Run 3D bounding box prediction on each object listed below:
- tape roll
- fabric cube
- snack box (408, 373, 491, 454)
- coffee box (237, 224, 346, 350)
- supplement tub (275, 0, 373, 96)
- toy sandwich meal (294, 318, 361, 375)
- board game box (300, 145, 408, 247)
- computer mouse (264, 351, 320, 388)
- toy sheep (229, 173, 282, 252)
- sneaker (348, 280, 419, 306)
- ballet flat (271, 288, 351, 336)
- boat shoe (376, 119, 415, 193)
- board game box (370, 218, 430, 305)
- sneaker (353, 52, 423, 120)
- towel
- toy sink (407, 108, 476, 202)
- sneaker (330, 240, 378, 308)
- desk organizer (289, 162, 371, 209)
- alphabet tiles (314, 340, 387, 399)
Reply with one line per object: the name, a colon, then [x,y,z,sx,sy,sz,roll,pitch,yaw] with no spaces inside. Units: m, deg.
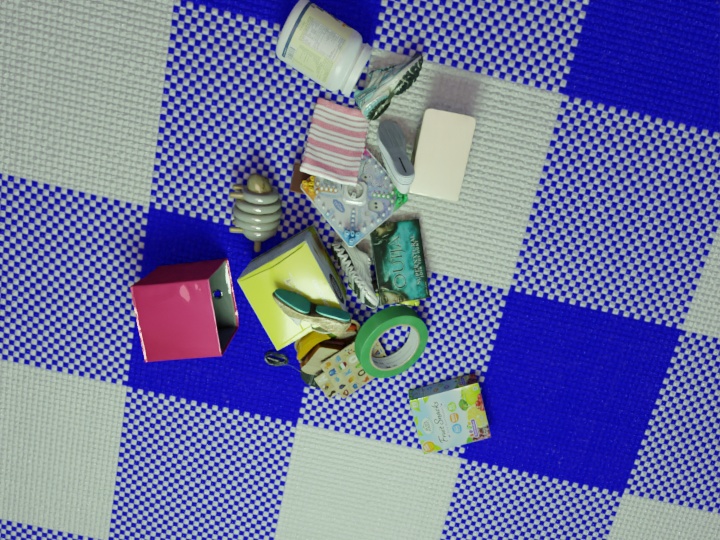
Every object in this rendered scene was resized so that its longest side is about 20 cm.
tape roll: [0.081,0.187,1.612,0.195,0.048,0.205,-14,127,-19]
fabric cube: [-0.436,0.097,1.565,0.193,0.200,0.202,-6,105,4]
snack box: [0.245,0.396,1.703,0.195,0.068,0.173,-16,104,6]
coffee box: [-0.162,0.037,1.547,0.196,0.198,0.203,-28,103,7]
supplement tub: [-0.082,-0.512,1.433,0.197,0.145,0.147,29,103,-7]
toy sandwich meal: [-0.084,0.196,1.608,0.200,0.072,0.207,-14,147,-9]
board game box: [-0.012,-0.192,1.492,0.199,0.026,0.201,-38,80,-16]
computer mouse: [-0.170,0.266,1.696,0.196,0.034,0.060,24,120,0]
toy sheep: [-0.259,-0.143,1.541,0.134,0.139,0.205,6,119,-1]
sneaker: [0.064,0.040,1.621,0.194,0.074,0.083,9,88,-3]
ballet flat: [-0.119,0.106,1.432,0.195,0.071,0.066,21,118,-4]
boat shoe: [0.078,-0.274,1.497,0.071,0.204,0.067,-3,145,-12]
board game box: [0.099,-0.022,1.579,0.131,0.028,0.206,-8,86,-4]
sneaker: [0.065,-0.460,1.482,0.199,0.078,0.087,-42,77,-1]
towel: [-0.059,-0.312,1.495,0.142,0.030,0.205,13,72,-3]
toy sink: [0.193,-0.288,1.507,0.126,0.112,0.206,9,109,-2]
sneaker: [0.000,0.000,1.568,0.080,0.076,0.203,-25,71,-15]
desk organizer: [-0.078,-0.196,1.536,0.194,0.072,0.079,13,69,-3]
alphabet tiles: [-0.022,0.263,1.649,0.197,0.006,0.168,-33,133,-3]
